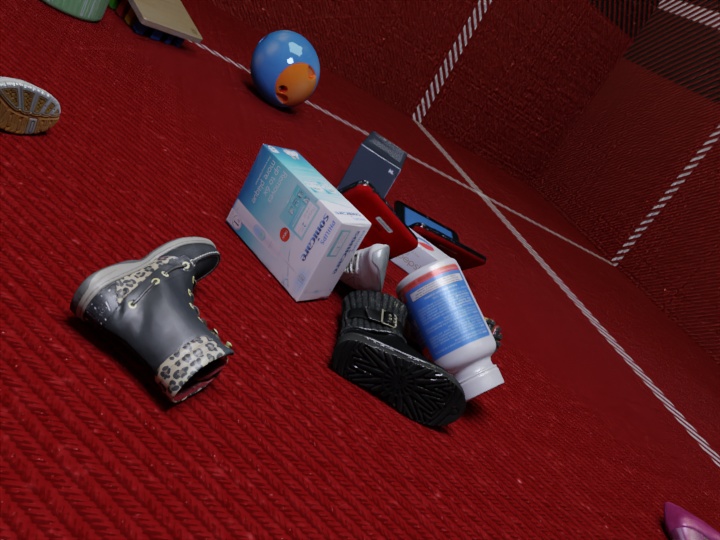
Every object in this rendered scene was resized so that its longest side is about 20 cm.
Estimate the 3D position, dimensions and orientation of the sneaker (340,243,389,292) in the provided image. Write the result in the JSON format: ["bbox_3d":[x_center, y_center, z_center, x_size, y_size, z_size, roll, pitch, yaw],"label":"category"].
[{"bbox_3d":[0.000,0.000,0.970,0.078,0.072,0.200,15,-13,-4],"label":"sneaker"}]

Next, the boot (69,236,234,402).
[{"bbox_3d":[-0.191,0.048,0.668,0.153,0.074,0.203,41,29,11],"label":"boot"}]

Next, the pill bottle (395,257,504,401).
[{"bbox_3d":[0.140,0.095,0.929,0.111,0.111,0.204,0,62,-54],"label":"pill bottle"}]

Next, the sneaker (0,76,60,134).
[{"bbox_3d":[-0.505,-0.242,0.807,0.088,0.077,0.198,45,24,26],"label":"sneaker"}]

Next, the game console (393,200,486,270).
[{"bbox_3d":[0.181,-0.092,1.397,0.196,0.122,0.171,24,-18,-20],"label":"game console"}]

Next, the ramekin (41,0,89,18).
[{"bbox_3d":[-0.674,-0.666,1.399,0.197,0.099,0.201,29,22,-13],"label":"ramekin"}]

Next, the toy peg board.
[{"bbox_3d":[-0.562,-0.682,1.628,0.198,0.097,0.202,-7,61,-58],"label":"toy peg board"}]

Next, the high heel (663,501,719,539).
[{"bbox_3d":[0.572,0.437,0.959,0.195,0.068,0.097,18,35,-6],"label":"high heel"}]

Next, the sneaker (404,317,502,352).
[{"bbox_3d":[0.140,0.102,1.041,0.195,0.080,0.082,20,-11,-13],"label":"sneaker"}]

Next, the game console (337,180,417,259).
[{"bbox_3d":[-0.013,-0.107,1.080,0.200,0.169,0.121,41,36,-46],"label":"game console"}]

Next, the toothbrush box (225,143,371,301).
[{"bbox_3d":[-0.100,-0.074,0.943,0.200,0.148,0.084,45,26,24],"label":"toothbrush box"}]

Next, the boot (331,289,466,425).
[{"bbox_3d":[0.058,0.115,0.869,0.208,0.080,0.158,32,22,-5],"label":"boot"}]

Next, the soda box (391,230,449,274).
[{"bbox_3d":[0.092,-0.050,1.274,0.198,0.064,0.068,37,22,5],"label":"soda box"}]

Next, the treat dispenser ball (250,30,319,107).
[{"bbox_3d":[-0.211,-0.566,1.707,0.197,0.203,0.202,28,22,-13],"label":"treat dispenser ball"}]

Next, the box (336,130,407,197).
[{"bbox_3d":[0.023,-0.217,1.402,0.105,0.150,0.201,31,22,-4],"label":"box"}]
